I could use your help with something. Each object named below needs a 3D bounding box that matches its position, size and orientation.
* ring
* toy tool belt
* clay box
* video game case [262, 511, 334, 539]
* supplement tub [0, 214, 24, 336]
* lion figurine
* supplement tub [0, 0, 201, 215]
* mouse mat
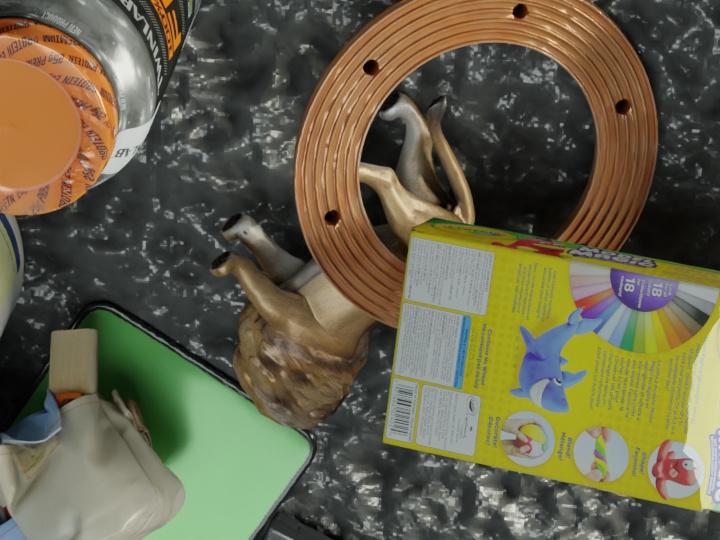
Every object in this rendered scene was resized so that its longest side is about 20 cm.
[{"bbox_3d":[0.060,-0.059,1.470,0.199,0.019,0.202,-7,116,-14],"label":"ring"},{"bbox_3d":[-0.207,0.126,1.575,0.199,0.125,0.123,-30,82,9],"label":"toy tool belt"},{"bbox_3d":[0.117,0.049,1.432,0.199,0.048,0.116,11,103,16],"label":"clay box"},{"bbox_3d":[-0.008,0.265,1.681,0.180,0.026,0.201,27,118,3],"label":"video game case"},{"bbox_3d":[-0.267,0.030,1.502,0.144,0.200,0.146,4,120,6],"label":"supplement tub"},{"bbox_3d":[0.000,0.000,1.522,0.199,0.073,0.123,-34,113,21],"label":"lion figurine"},{"bbox_3d":[-0.151,-0.116,1.401,0.122,0.200,0.123,3,121,6],"label":"supplement tub"},{"bbox_3d":[-0.140,0.133,1.631,0.160,0.008,0.200,33,106,-11],"label":"mouse mat"}]
